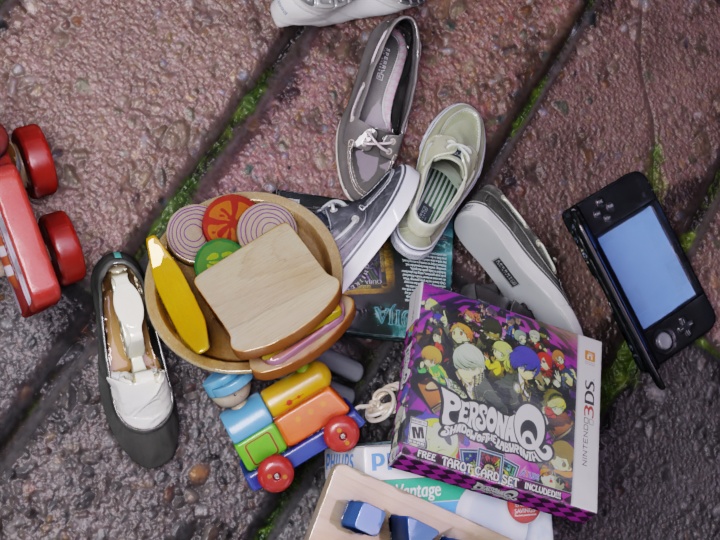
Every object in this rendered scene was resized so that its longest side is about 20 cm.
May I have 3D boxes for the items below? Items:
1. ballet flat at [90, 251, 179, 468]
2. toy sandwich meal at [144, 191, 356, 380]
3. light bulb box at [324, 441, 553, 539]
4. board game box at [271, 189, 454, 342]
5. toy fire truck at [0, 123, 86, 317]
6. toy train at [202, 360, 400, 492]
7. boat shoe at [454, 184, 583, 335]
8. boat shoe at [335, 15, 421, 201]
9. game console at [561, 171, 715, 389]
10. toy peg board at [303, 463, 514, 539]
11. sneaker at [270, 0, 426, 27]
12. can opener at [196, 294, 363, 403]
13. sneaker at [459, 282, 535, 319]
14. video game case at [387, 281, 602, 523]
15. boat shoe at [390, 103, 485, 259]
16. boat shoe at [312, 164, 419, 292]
[{"bbox_3d":[-0.210,0.082,1.081,0.067,0.068,0.204,-14,86,-18],"label":"ballet flat"},{"bbox_3d":[-0.104,0.004,1.056,0.201,0.071,0.208,-1,61,2],"label":"toy sandwich meal"},{"bbox_3d":[0.075,0.263,1.131,0.195,0.125,0.204,-1,82,-21],"label":"light bulb box"},{"bbox_3d":[0.000,0.000,1.197,0.197,0.028,0.138,8,79,-21],"label":"board game box"},{"bbox_3d":[-0.304,-0.058,1.013,0.111,0.168,0.203,-18,88,-23],"label":"toy fire truck"},{"bbox_3d":[-0.040,0.105,1.093,0.198,0.085,0.117,-30,107,-6],"label":"toy train"},{"bbox_3d":[0.179,0.000,1.243,0.201,0.070,0.064,54,54,-13],"label":"boat shoe"},{"bbox_3d":[0.020,-0.169,1.218,0.066,0.057,0.204,16,76,-18],"label":"boat shoe"},{"bbox_3d":[0.309,0.004,1.270,0.174,0.116,0.202,-28,92,-22],"label":"game console"},{"bbox_3d":[0.041,0.295,0.995,0.198,0.098,0.202,25,75,-12],"label":"toy peg board"},{"bbox_3d":[-0.012,-0.292,1.221,0.198,0.087,0.076,-13,83,-41],"label":"sneaker"},{"bbox_3d":[-0.087,0.076,1.138,0.198,0.066,0.053,25,79,-24],"label":"can opener"},{"bbox_3d":[0.161,0.096,1.217,0.200,0.076,0.112,43,56,-20],"label":"sneaker"},{"bbox_3d":[0.130,0.122,1.101,0.197,0.036,0.184,19,55,-12],"label":"video game case"},{"bbox_3d":[0.090,-0.099,1.212,0.071,0.062,0.202,28,57,-8],"label":"boat shoe"},{"bbox_3d":[-0.019,-0.036,1.146,0.068,0.072,0.201,41,76,-11],"label":"boat shoe"}]
